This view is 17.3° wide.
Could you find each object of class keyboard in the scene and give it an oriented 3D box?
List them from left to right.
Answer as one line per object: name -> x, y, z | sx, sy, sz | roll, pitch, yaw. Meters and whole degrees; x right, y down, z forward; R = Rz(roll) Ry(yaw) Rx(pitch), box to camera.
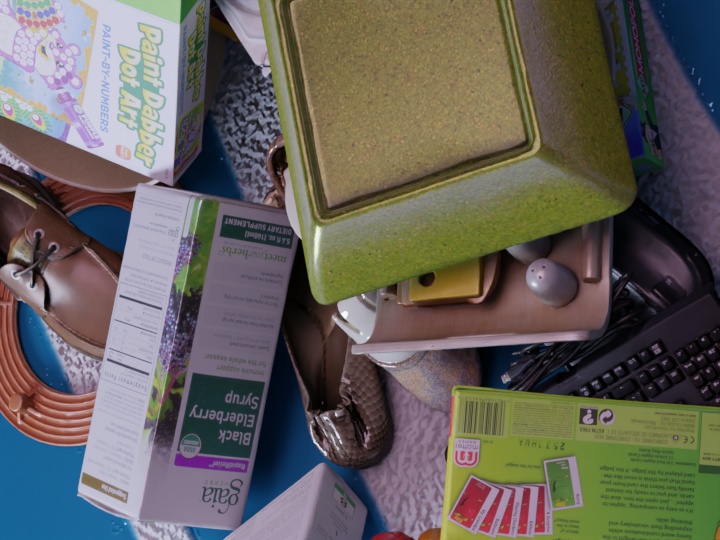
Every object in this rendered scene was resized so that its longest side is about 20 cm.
keyboard -> 0.123, 0.078, 1.305 | 0.200, 0.040, 0.104 | -34, 84, 28

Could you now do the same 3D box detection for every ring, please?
ring -> -0.186, 0.017, 1.580 | 0.200, 0.019, 0.202 | -10, 72, 33

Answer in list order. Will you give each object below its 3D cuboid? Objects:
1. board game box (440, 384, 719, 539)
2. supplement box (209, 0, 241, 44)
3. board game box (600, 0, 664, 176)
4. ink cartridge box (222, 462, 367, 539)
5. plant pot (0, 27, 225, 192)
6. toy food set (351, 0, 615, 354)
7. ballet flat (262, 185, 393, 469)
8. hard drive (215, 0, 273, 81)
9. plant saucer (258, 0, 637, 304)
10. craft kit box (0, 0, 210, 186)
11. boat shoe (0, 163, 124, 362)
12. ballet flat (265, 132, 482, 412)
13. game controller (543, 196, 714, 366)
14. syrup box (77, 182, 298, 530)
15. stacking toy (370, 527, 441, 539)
board game box -> 0.144, 0.122, 1.248 | 0.199, 0.048, 0.102 | 4, 78, 6
supplement box -> 0.001, -0.211, 1.459 | 0.199, 0.110, 0.086 | -22, 65, 28
board game box -> 0.081, -0.098, 1.423 | 0.199, 0.029, 0.135 | -18, 66, 29
ink cartridge box -> -0.076, 0.212, 1.355 | 0.161, 0.050, 0.200 | -39, 15, 19
plant pot -> -0.165, -0.170, 1.535 | 0.199, 0.201, 0.135 | -1, 38, 34
toy food set -> 0.064, -0.052, 1.308 | 0.143, 0.060, 0.201 | -5, 71, 27
ballet flat -> -0.027, 0.027, 1.449 | 0.067, 0.046, 0.201 | -26, 63, 26
hard drive -> -0.046, -0.224, 1.404 | 0.140, 0.038, 0.200 | -42, 57, 17
plant saucer -> 0.033, -0.104, 1.280 | 0.199, 0.048, 0.201 | -17, 74, 24
craft kit box -> -0.185, -0.166, 1.418 | 0.197, 0.201, 0.049 | 20, 48, 12
boat shoe -> -0.207, -0.004, 1.547 | 0.200, 0.068, 0.072 | 37, 97, 35
ballet flat -> 0.000, 0.000, 1.399 | 0.068, 0.067, 0.201 | -40, 72, 29
game controller -> 0.109, -0.016, 1.355 | 0.200, 0.042, 0.105 | 42, 124, 25
syrup box -> -0.105, 0.053, 1.449 | 0.081, 0.078, 0.201 | 13, 92, 53
stacking toy -> 0.091, 0.164, 1.306 | 0.199, 0.110, 0.116 | -30, 77, 12
